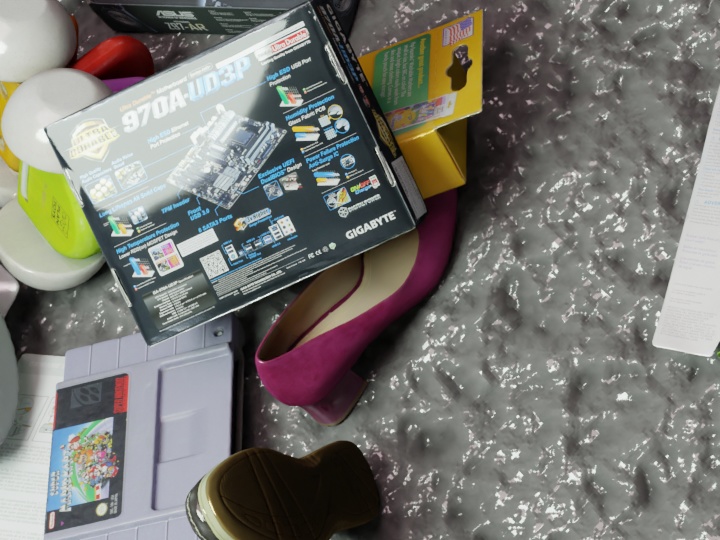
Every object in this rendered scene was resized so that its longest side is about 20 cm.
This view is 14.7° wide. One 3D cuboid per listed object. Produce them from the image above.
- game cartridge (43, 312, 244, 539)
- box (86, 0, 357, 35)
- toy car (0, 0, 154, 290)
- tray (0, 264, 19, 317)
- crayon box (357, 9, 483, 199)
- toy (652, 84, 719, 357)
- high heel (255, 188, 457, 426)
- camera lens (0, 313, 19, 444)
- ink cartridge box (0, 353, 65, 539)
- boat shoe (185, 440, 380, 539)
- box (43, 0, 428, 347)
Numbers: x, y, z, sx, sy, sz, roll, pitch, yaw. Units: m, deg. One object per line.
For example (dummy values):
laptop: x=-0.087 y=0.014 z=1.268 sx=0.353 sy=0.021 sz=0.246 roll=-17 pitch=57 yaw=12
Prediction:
game cartridge: x=-0.141 y=0.120 z=1.820 sx=0.130 sy=0.038 sz=0.200 roll=-11 pitch=46 yaw=10
box: x=-0.084 y=-0.248 z=2.002 sx=0.200 sy=0.044 sz=0.160 roll=5 pitch=68 yaw=28
toy car: x=-0.194 y=-0.098 z=1.933 sx=0.150 sy=0.175 sz=0.200 roll=-14 pitch=52 yaw=-23
tray: x=-0.328 y=0.001 z=1.993 sx=0.200 sy=0.022 sz=0.107 roll=40 pitch=108 yaw=35
crayon box: x=0.000 y=-0.088 z=1.849 sx=0.200 sy=0.052 sz=0.126 roll=-20 pitch=33 yaw=17
toy: x=0.262 y=-0.033 z=1.721 sx=0.115 sy=0.047 sz=0.200 roll=10 pitch=74 yaw=27
high heel: x=0.000 y=0.000 z=1.805 sx=0.067 sy=0.096 sz=0.200 roll=14 pitch=73 yaw=31
camera lens: x=-0.353 y=0.083 z=1.886 sx=0.200 sy=0.160 sz=0.160 roll=-19 pitch=58 yaw=30
ink cartridge box: x=-0.195 y=0.152 z=1.871 sx=0.162 sy=0.057 sz=0.200 roll=4 pitch=47 yaw=28
boat shoe: x=-0.055 y=0.149 z=1.710 sx=0.065 sy=0.200 sz=0.073 roll=-28 pitch=77 yaw=25
box: x=-0.080 y=-0.062 z=1.777 sx=0.200 sy=0.046 sz=0.159 roll=-25 pitch=95 yaw=15
